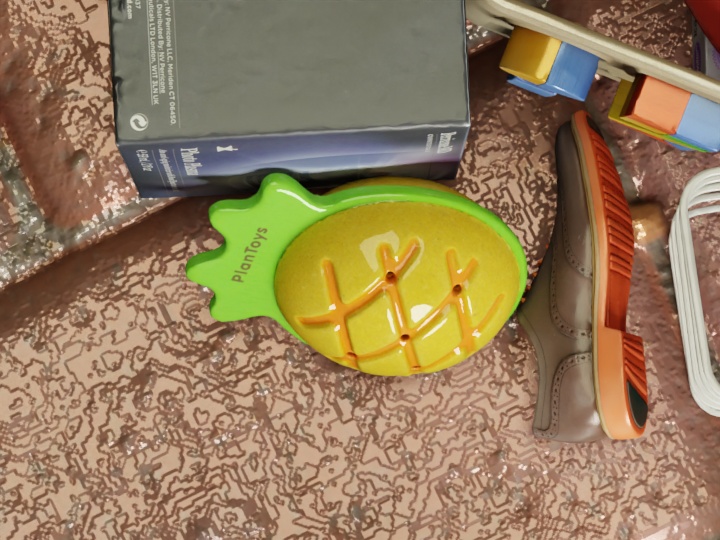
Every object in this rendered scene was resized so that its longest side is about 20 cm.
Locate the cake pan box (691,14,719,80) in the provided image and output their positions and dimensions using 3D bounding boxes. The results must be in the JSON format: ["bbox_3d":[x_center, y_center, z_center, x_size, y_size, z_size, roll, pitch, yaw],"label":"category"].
[{"bbox_3d":[0.291,-0.198,1.726,0.183,0.052,0.201,0,84,2],"label":"cake pan box"}]

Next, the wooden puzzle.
[{"bbox_3d":[0.141,-0.109,1.634,0.200,0.185,0.046,26,92,-3],"label":"wooden puzzle"}]

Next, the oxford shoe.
[{"bbox_3d":[0.123,0.003,1.695,0.072,0.071,0.201,-9,73,20],"label":"oxford shoe"}]

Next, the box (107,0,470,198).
[{"bbox_3d":[-0.039,-0.116,1.639,0.198,0.200,0.124,-4,83,0],"label":"box"}]

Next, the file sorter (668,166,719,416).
[{"bbox_3d":[0.245,0.010,1.631,0.124,0.200,0.139,-8,84,3],"label":"file sorter"}]

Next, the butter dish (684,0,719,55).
[{"bbox_3d":[0.252,-0.165,1.617,0.200,0.148,0.200,-35,87,-39],"label":"butter dish"}]

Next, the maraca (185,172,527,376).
[{"bbox_3d":[0.000,0.000,1.660,0.199,0.107,0.137,11,128,-18],"label":"maraca"}]
